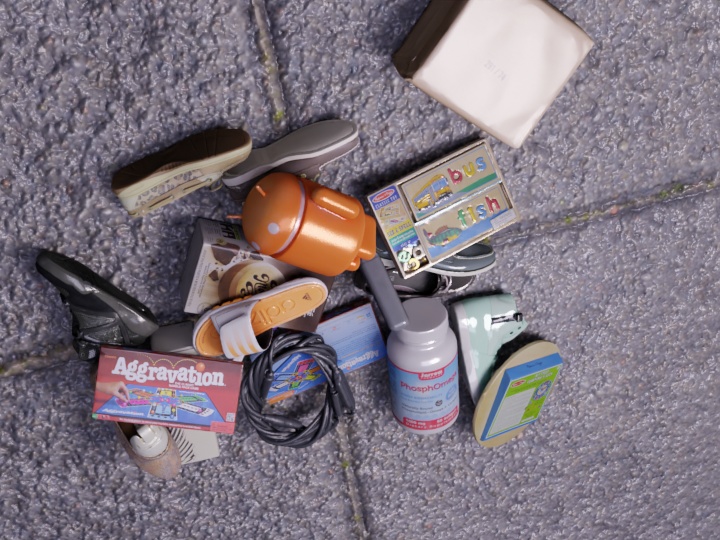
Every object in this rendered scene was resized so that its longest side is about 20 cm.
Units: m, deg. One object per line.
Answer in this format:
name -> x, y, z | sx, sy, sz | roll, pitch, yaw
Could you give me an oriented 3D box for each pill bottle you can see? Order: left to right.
pill bottle -> 0.095, 0.144, 1.759 | 0.108, 0.109, 0.201 | -13, 128, -9

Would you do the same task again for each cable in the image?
cable -> -0.102, 0.177, 1.736 | 0.162, 0.051, 0.201 | -22, 124, 2

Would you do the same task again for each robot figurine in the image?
robot figurine -> -0.075, -0.061, 1.545 | 0.199, 0.144, 0.117 | 19, 95, -30

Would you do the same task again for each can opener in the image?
can opener -> 0.000, 0.000, 1.652 | 0.067, 0.053, 0.201 | -25, 91, -2

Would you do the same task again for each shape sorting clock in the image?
shape sorting clock -> 0.250, 0.197, 1.853 | 0.199, 0.039, 0.201 | -30, 142, -27

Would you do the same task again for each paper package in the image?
paper package -> 0.178, -0.298, 1.564 | 0.199, 0.104, 0.191 | 29, 107, -26

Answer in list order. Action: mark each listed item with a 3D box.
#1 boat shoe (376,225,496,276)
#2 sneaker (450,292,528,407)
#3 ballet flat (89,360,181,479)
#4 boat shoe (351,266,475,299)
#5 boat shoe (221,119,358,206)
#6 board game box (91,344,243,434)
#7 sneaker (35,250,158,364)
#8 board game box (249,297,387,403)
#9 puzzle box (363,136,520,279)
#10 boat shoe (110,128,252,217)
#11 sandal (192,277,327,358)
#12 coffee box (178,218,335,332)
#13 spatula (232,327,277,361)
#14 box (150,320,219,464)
boat shoe -> 0.111, -0.038, 1.702 | 0.198, 0.073, 0.062 | 5, 120, -12
sneaker -> 0.214, 0.128, 1.817 | 0.117, 0.074, 0.202 | -14, 120, -5
ballet flat -> -0.326, 0.215, 1.659 | 0.068, 0.067, 0.200 | -37, 89, -18
boat shoe -> 0.085, 0.017, 1.731 | 0.198, 0.057, 0.067 | 1, 117, -17
boat shoe -> -0.091, -0.147, 1.587 | 0.199, 0.072, 0.060 | -22, 127, 1
board game box -> -0.270, 0.167, 1.618 | 0.198, 0.019, 0.104 | 7, 97, -10
sneaker -> -0.388, 0.060, 1.607 | 0.114, 0.076, 0.199 | -47, 125, 4
board game box -> -0.063, 0.123, 1.759 | 0.199, 0.019, 0.103 | -22, 120, -4
puzzle box -> 0.119, -0.091, 1.661 | 0.199, 0.025, 0.134 | -28, 100, -10
boat shoe -> -0.234, -0.133, 1.557 | 0.199, 0.074, 0.063 | -18, 127, 7
sandal -> -0.140, 0.073, 1.600 | 0.206, 0.059, 0.079 | -25, 131, 7
coffee box -> -0.146, 0.009, 1.646 | 0.199, 0.080, 0.114 | 10, 116, -20
spatula -> -0.183, 0.135, 1.689 | 0.056, 0.021, 0.201 | 35, 69, -14
box -> -0.259, 0.182, 1.708 | 0.068, 0.082, 0.201 | -11, 119, -8
